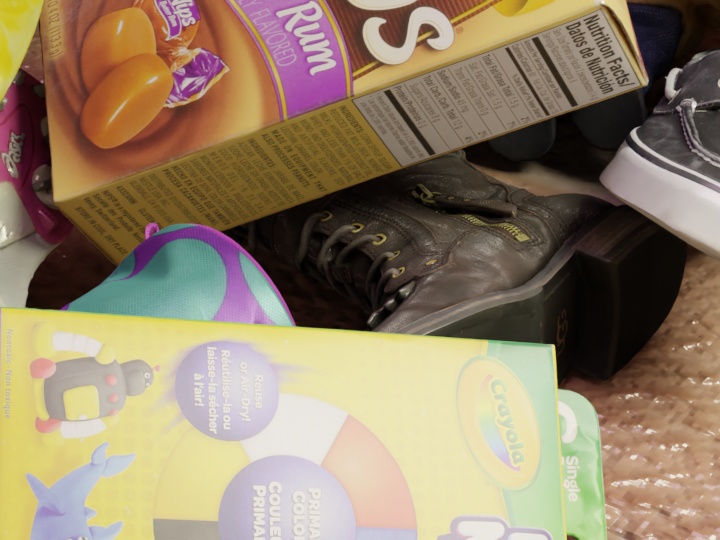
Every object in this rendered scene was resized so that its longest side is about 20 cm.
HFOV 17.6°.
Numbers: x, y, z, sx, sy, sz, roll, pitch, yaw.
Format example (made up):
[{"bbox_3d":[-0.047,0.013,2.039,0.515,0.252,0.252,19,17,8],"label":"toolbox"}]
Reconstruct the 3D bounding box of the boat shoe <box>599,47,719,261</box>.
[{"bbox_3d":[0.134,-0.047,0.818,0.072,0.068,0.200,30,14,5],"label":"boat shoe"}]

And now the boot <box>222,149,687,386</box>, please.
[{"bbox_3d":[0.000,0.000,0.825,0.174,0.069,0.200,23,32,33],"label":"boot"}]

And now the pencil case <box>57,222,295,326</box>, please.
[{"bbox_3d":[-0.113,0.062,0.698,0.200,0.085,0.092,-30,50,-28],"label":"pencil case"}]

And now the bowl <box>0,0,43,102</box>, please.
[{"bbox_3d":[-0.214,-0.076,0.804,0.200,0.108,0.200,-33,33,25],"label":"bowl"}]

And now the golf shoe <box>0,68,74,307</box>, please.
[{"bbox_3d":[-0.155,0.019,0.802,0.091,0.075,0.200,-27,34,39],"label":"golf shoe"}]

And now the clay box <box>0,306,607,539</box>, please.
[{"bbox_3d":[-0.017,0.075,0.648,0.200,0.048,0.115,3,69,-16],"label":"clay box"}]

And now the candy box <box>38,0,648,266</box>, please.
[{"bbox_3d":[-0.012,-0.090,0.801,0.200,0.056,0.117,-18,58,14],"label":"candy box"}]

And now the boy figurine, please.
[{"bbox_3d":[0.113,-0.116,0.977,0.124,0.065,0.200,-4,30,27],"label":"boy figurine"}]
